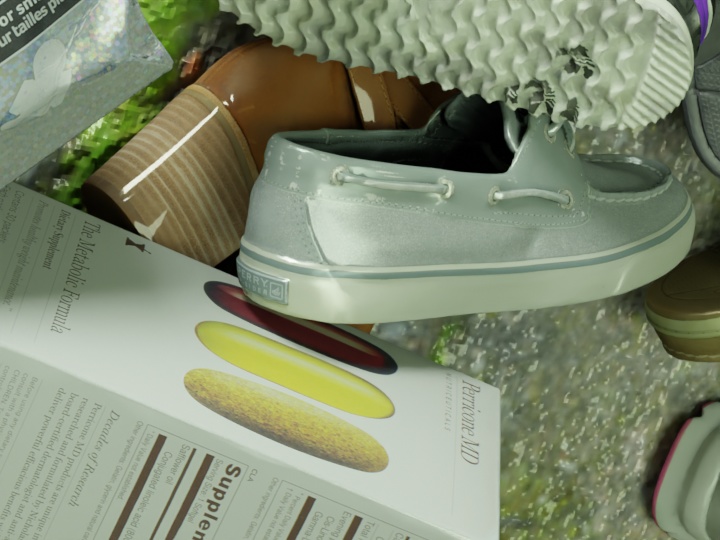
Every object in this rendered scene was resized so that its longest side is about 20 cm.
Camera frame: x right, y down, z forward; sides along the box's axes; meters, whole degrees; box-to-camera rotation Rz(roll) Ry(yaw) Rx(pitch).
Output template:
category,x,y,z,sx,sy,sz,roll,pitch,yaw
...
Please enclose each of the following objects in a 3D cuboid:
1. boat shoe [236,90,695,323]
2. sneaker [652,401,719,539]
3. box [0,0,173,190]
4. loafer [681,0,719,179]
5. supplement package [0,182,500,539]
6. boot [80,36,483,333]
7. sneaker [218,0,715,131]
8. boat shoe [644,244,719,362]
category,x,y,z,sx,sy,sz,roll,pitch,yaw
boat shoe,0.046,-0.029,1.007,0.201,0.070,0.072,-9,115,-40
sneaker,0.222,0.117,1.242,0.200,0.088,0.082,11,103,-35
box,-0.183,-0.068,0.880,0.200,0.132,0.115,-37,126,-15
loafer,0.142,-0.135,1.117,0.072,0.063,0.200,-5,110,2
supplement package,-0.064,0.069,0.963,0.200,0.114,0.110,23,115,-9
boot,0.000,0.000,1.065,0.155,0.074,0.200,-36,127,-20
sneaker,0.031,-0.117,1.004,0.100,0.200,0.070,-59,167,-47
boat shoe,0.203,0.018,1.203,0.200,0.073,0.063,-13,111,-36
